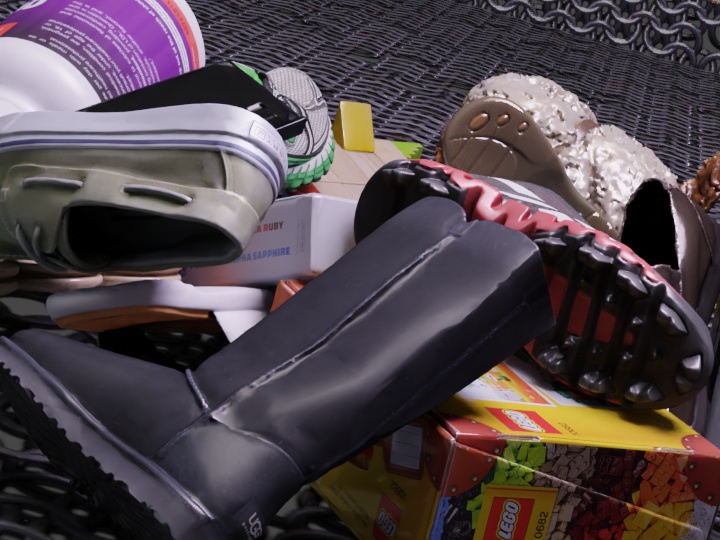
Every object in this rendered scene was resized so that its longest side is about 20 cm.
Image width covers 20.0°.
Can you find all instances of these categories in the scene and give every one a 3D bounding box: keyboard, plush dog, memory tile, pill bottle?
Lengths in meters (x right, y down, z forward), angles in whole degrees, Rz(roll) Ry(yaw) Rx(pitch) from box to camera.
[{"bbox_3d":[-0.121,-0.046,1.063,0.199,0.040,0.104,-24,47,-30],"label":"keyboard"},{"bbox_3d":[0.133,-0.060,1.332,0.172,0.161,0.200,43,22,11],"label":"plush dog"},{"bbox_3d":[-0.201,-0.003,1.035,0.199,0.017,0.152,7,7,44],"label":"memory tile"},{"bbox_3d":[-0.173,-0.097,1.171,0.111,0.113,0.200,17,31,12],"label":"pill bottle"}]

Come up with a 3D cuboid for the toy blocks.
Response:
[{"bbox_3d":[-0.021,-0.039,1.340,0.198,0.101,0.137,3,28,-30],"label":"toy blocks"}]

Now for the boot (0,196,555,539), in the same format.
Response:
[{"bbox_3d":[-0.039,0.027,0.872,0.200,0.066,0.164,-39,52,-20],"label":"boot"}]

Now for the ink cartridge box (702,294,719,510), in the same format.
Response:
[{"bbox_3d":[0.238,0.024,1.109,0.082,0.202,0.146,13,13,6],"label":"ink cartridge box"}]

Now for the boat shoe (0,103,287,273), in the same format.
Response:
[{"bbox_3d":[-0.126,-0.031,0.918,0.198,0.072,0.062,-8,44,33],"label":"boat shoe"}]

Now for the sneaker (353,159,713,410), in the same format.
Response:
[{"bbox_3d":[0.094,0.004,0.976,0.200,0.071,0.098,29,16,34],"label":"sneaker"}]

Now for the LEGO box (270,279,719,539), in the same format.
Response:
[{"bbox_3d":[0.054,0.078,0.961,0.148,0.078,0.200,7,16,-26],"label":"LEGO box"}]

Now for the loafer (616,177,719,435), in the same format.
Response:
[{"bbox_3d":[0.141,0.032,1.071,0.072,0.071,0.201,-14,41,32],"label":"loafer"}]

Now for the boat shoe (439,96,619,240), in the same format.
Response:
[{"bbox_3d":[0.113,-0.012,1.218,0.072,0.201,0.068,-32,3,-5],"label":"boat shoe"}]

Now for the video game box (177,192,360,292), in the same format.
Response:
[{"bbox_3d":[0.000,0.000,1.123,0.199,0.047,0.182,9,-7,-36],"label":"video game box"}]

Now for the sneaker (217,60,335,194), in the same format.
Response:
[{"bbox_3d":[-0.062,-0.090,1.238,0.077,0.086,0.200,9,22,10],"label":"sneaker"}]

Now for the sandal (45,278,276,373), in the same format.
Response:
[{"bbox_3d":[-0.097,0.039,0.996,0.078,0.060,0.206,-7,-4,17],"label":"sandal"}]
